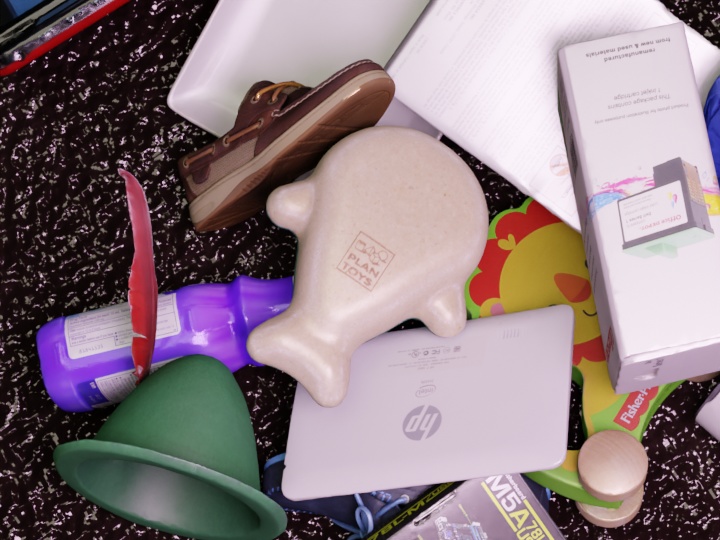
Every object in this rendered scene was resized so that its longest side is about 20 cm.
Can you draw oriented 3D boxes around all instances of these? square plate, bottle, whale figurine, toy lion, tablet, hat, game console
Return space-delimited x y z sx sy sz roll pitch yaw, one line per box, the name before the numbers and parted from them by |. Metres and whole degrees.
square plate | -0.013 -0.158 1.477 0.197 0.028 0.201 31 100 11
bottle | -0.124 0.047 1.440 0.198 0.084 0.066 -14 75 5
whale figurine | 0.000 0.000 1.394 0.158 0.104 0.201 33 71 -1
toy lion | 0.146 0.047 1.408 0.191 0.069 0.201 28 69 17
tablet | 0.045 0.087 1.367 0.198 0.014 0.131 -10 48 22
hat | -0.108 0.071 1.393 0.164 0.200 0.177 15 68 1
game console | -0.210 -0.247 1.501 0.199 0.172 0.119 -32 103 0

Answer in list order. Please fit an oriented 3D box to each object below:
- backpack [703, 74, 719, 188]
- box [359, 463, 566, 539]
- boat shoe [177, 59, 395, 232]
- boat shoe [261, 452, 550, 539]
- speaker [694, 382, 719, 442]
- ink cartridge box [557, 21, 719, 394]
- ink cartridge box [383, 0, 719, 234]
backpack | 0.308 -0.071 1.353 0.162 0.200 0.168 -40 72 -11
box | 0.071 0.250 1.358 0.193 0.048 0.201 -37 99 -3
boat shoe | -0.059 -0.101 1.432 0.200 0.072 0.072 -36 72 40
boat shoe | 0.029 0.160 1.396 0.198 0.084 0.069 1 66 10
speaker | 0.322 0.136 1.367 0.200 0.081 0.081 42 86 14
ink cartridge box | 0.182 -0.035 1.300 0.083 0.145 0.202 -11 78 3
ink cartridge box | 0.135 -0.136 1.413 0.199 0.057 0.163 35 99 -6
